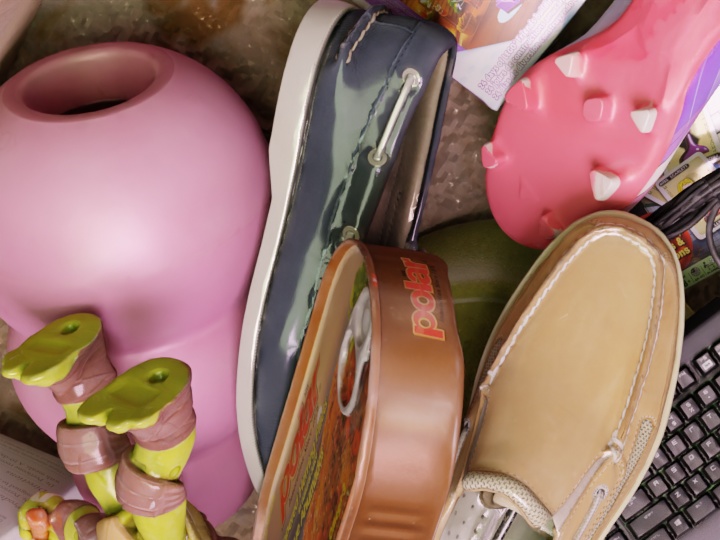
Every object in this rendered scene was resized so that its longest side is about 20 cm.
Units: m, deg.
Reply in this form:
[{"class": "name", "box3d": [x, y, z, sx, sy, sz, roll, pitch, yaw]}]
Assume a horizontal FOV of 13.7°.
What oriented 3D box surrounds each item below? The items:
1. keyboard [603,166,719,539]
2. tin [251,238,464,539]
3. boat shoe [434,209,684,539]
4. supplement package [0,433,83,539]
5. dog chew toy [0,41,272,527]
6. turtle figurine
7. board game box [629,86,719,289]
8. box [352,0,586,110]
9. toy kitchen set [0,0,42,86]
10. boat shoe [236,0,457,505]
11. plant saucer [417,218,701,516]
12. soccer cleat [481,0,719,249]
[{"class": "keyboard", "box3d": [0.146, 0.016, 1.101, 0.200, 0.021, 0.127, -37, 86, -1]}, {"class": "tin", "box3d": [-0.004, 0.079, 1.051, 0.042, 0.112, 0.201, 4, 131, -16]}, {"class": "boat shoe", "box3d": [0.061, 0.074, 1.056, 0.071, 0.076, 0.201, 20, 92, 12]}, {"class": "supplement package", "box3d": [-0.206, 0.141, 1.157, 0.109, 0.200, 0.114, 20, 115, 20]}, {"class": "dog chew toy", "box3d": [-0.085, 0.016, 1.148, 0.124, 0.125, 0.201, -5, 119, 11]}, {"class": "turtle figurine", "box3d": [-0.072, 0.104, 1.072, 0.064, 0.200, 0.162, -21, 123, -19]}, {"class": "board game box", "box3d": [0.174, -0.082, 1.117, 0.199, 0.023, 0.105, -31, 102, 19]}, {"class": "box", "box3d": [0.057, -0.177, 1.086, 0.137, 0.039, 0.200, 36, 113, -8]}, {"class": "toy kitchen set", "box3d": [-0.232, -0.066, 1.098, 0.162, 0.181, 0.201, 28, 109, -2]}, {"class": "boat shoe", "box3d": [0.000, 0.000, 1.113, 0.061, 0.075, 0.201, 14, 105, 21]}, {"class": "plant saucer", "box3d": [0.054, 0.081, 1.155, 0.199, 0.031, 0.202, 2, 96, 26]}, {"class": "soccer cleat", "box3d": [0.114, -0.083, 1.084, 0.067, 0.076, 0.200, 50, 130, 22]}]
